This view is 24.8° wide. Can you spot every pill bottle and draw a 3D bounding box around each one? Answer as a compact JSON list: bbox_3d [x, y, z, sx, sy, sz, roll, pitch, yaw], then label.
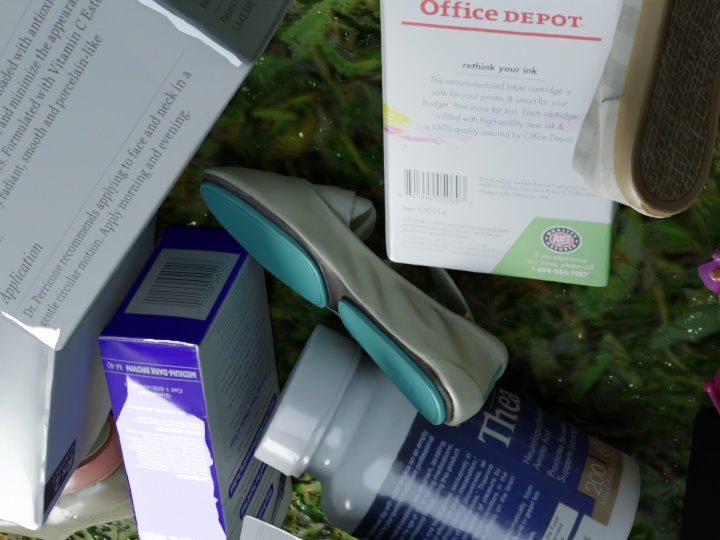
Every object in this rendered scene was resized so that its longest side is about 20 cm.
[{"bbox_3d":[0.046,0.111,0.911,0.198,0.111,0.112,27,128,-2],"label":"pill bottle"}]

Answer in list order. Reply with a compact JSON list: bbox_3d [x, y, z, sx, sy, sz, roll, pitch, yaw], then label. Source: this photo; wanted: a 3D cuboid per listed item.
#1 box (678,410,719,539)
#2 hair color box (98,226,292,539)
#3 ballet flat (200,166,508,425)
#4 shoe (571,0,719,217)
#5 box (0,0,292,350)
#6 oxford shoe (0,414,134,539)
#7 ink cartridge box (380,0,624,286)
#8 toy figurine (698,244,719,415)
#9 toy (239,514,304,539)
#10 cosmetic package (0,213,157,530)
[{"bbox_3d":[0.237,0.187,0.846,0.147,0.201,0.125,3,127,15],"label":"box"},{"bbox_3d":[-0.090,0.088,0.942,0.064,0.110,0.202,4,125,15],"label":"hair color box"},{"bbox_3d":[0.000,0.000,0.872,0.200,0.069,0.070,44,131,17],"label":"ballet flat"},{"bbox_3d":[0.140,-0.124,0.706,0.069,0.053,0.202,19,90,-28],"label":"shoe"},{"bbox_3d":[-0.120,-0.111,0.753,0.130,0.201,0.199,33,128,-10],"label":"box"},{"bbox_3d":[-0.224,0.153,1.058,0.198,0.071,0.075,-13,125,27],"label":"oxford shoe"},{"bbox_3d":[0.071,-0.098,0.783,0.116,0.068,0.202,7,127,12],"label":"ink cartridge box"},{"bbox_3d":[0.215,0.024,0.773,0.201,0.150,0.184,51,160,1],"label":"toy figurine"},{"bbox_3d":[0.026,0.187,0.883,0.198,0.047,0.116,25,147,5],"label":"toy"},{"bbox_3d":[-0.230,0.005,0.893,0.198,0.165,0.166,15,127,6],"label":"cosmetic package"}]
